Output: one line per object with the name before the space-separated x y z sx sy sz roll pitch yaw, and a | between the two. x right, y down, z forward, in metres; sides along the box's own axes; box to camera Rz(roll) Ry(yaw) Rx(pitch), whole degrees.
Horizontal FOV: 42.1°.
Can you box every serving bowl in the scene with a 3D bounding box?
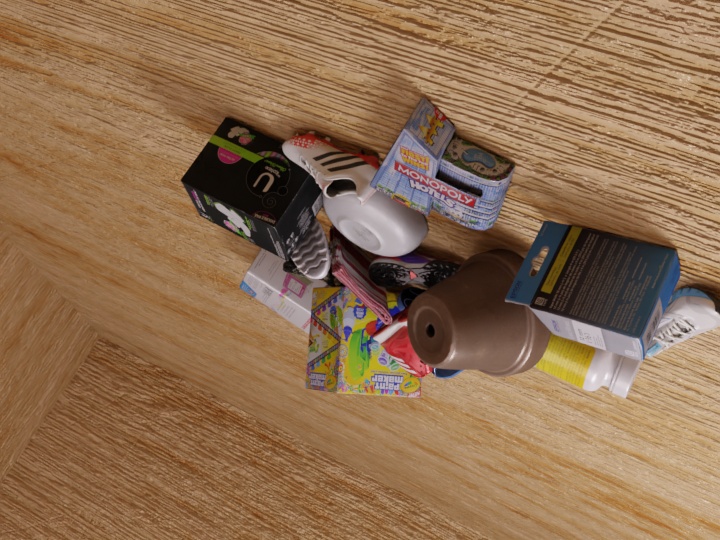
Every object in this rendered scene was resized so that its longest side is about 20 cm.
serving bowl | 0.014 -0.085 1.586 0.197 0.066 0.201 27 158 12

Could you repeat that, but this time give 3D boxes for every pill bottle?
pill bottle | 0.352 0.127 1.517 0.197 0.112 0.112 24 158 20

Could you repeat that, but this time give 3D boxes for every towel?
towel | 0.000 0.000 1.689 0.144 0.023 0.201 44 -164 -22

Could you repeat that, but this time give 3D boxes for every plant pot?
plant pot | 0.171 0.078 1.457 0.199 0.172 0.205 15 110 50

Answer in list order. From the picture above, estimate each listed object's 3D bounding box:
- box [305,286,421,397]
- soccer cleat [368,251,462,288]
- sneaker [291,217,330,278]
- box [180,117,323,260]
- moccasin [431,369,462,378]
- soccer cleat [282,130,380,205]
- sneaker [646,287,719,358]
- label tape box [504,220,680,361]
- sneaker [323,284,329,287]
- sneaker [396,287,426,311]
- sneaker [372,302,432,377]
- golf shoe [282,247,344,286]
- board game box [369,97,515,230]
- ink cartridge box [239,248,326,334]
box | 0.012 0.139 1.802 0.197 0.197 0.121 7 174 -34
soccer cleat | 0.114 -0.005 1.645 0.196 0.074 0.069 4 125 20
sneaker | -0.092 -0.068 1.688 0.082 0.074 0.203 37 -153 -56
box | -0.179 -0.141 1.612 0.197 0.150 0.125 26 160 18
moccasin | 0.171 0.137 1.688 0.068 0.081 0.200 33 148 -12
soccer cleat | -0.054 -0.161 1.486 0.197 0.086 0.069 20 157 27
sneaker | 0.442 0.085 1.338 0.075 0.087 0.200 37 157 -10
label tape box | 0.319 0.023 1.289 0.197 0.145 0.066 16 154 35
sneaker | -0.002 0.082 1.932 0.198 0.072 0.080 25 173 -24
sneaker | 0.162 0.073 1.733 0.197 0.071 0.078 21 155 8
sneaker | 0.114 0.115 1.637 0.116 0.078 0.199 49 147 -6
golf shoe | -0.060 -0.010 1.873 0.197 0.079 0.088 16 -179 29
board game box | 0.112 -0.146 1.324 0.197 0.062 0.201 28 159 11
ink cartridge box | -0.159 0.044 2.081 0.198 0.085 0.145 35 159 -4
